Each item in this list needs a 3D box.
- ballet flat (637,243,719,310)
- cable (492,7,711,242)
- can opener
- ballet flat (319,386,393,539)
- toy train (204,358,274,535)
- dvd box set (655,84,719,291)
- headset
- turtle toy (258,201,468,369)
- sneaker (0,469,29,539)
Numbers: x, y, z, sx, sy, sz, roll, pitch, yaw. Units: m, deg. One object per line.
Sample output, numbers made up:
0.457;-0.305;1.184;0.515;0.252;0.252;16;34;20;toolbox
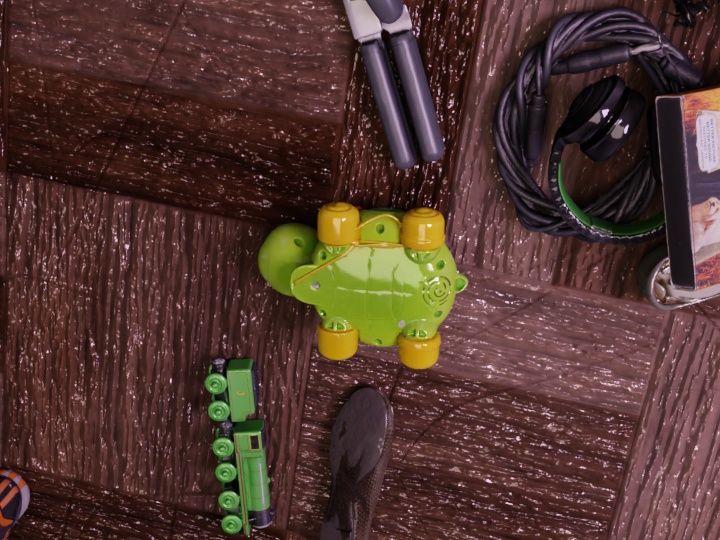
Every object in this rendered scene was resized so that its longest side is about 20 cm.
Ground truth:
0.339;-0.010;0.884;0.198;0.064;0.068;-19;105;16;ballet flat
0.193;-0.119;0.879;0.163;0.051;0.201;38;113;-4;cable
0.023;-0.183;0.879;0.053;0.067;0.203;-13;107;16;can opener
0.001;0.210;1.044;0.067;0.046;0.203;22;110;36;ballet flat
-0.123;0.183;1.057;0.055;0.042;0.203;-4;109;1;toy train
0.317;-0.076;0.797;0.198;0.029;0.149;-13;102;-26;dvd box set
0.226;-0.120;0.827;0.122;0.094;0.202;17;122;3;headset
0.000;0.000;0.932;0.197;0.101;0.148;5;111;9;turtle toy
-0.438;0.319;1.126;0.077;0.112;0.202;25;113;1;sneaker
